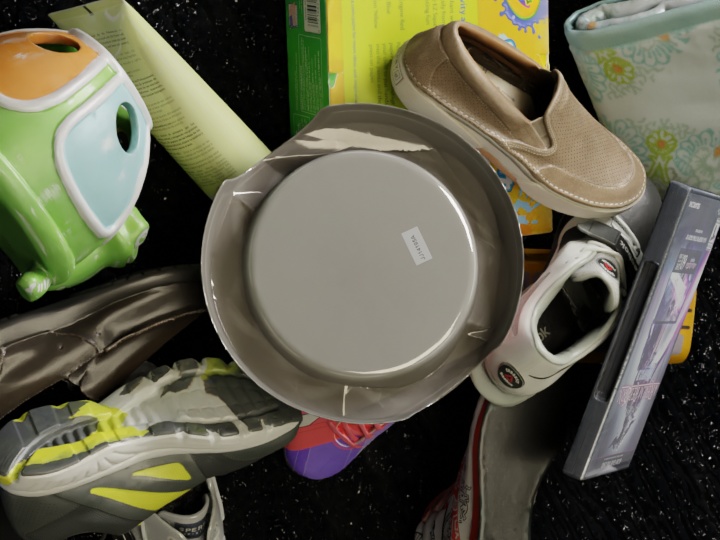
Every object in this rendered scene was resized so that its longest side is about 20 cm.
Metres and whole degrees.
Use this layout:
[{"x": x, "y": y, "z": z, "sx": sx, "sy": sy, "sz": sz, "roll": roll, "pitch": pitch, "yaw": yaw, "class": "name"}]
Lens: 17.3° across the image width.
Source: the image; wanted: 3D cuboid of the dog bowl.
[{"x": 0.000, "y": 0.000, "z": 1.464, "sx": 0.198, "sy": 0.059, "sz": 0.202, "roll": 1, "pitch": 79, "yaw": -5, "class": "dog bowl"}]

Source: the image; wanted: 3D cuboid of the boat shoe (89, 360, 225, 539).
[{"x": -0.120, "y": 0.154, "z": 1.538, "sx": 0.072, "sy": 0.068, "sz": 0.202, "roll": -15, "pitch": 105, "yaw": -23, "class": "boat shoe"}]

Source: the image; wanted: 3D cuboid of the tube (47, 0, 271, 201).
[{"x": -0.111, "y": -0.100, "z": 1.502, "sx": 0.058, "sy": 0.052, "sz": 0.200, "roll": -36, "pitch": 119, "yaw": 15, "class": "tube"}]

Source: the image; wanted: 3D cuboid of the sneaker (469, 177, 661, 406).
[{"x": 0.156, "y": 0.006, "z": 1.559, "sx": 0.074, "sy": 0.088, "sz": 0.200, "roll": 42, "pitch": 61, "yaw": -10, "class": "sneaker"}]

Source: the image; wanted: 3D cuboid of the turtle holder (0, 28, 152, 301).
[{"x": -0.186, "y": -0.060, "z": 1.429, "sx": 0.132, "sy": 0.141, "sz": 0.186, "roll": -43, "pitch": 113, "yaw": -15, "class": "turtle holder"}]

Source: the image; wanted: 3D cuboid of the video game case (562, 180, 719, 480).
[{"x": 0.192, "y": 0.040, "z": 1.577, "sx": 0.201, "sy": 0.019, "sz": 0.143, "roll": -71, "pitch": 162, "yaw": 5, "class": "video game case"}]

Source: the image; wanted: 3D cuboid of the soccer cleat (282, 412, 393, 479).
[{"x": 0.015, "y": 0.072, "z": 1.556, "sx": 0.068, "sy": 0.073, "sz": 0.200, "roll": 22, "pitch": 116, "yaw": -34, "class": "soccer cleat"}]

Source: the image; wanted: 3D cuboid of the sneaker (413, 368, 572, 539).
[{"x": 0.084, "y": 0.141, "z": 1.618, "sx": 0.067, "sy": 0.108, "sz": 0.203, "roll": 10, "pitch": 88, "yaw": -22, "class": "sneaker"}]

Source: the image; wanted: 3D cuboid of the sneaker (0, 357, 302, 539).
[{"x": -0.133, "y": 0.115, "z": 1.468, "sx": 0.199, "sy": 0.075, "sz": 0.085, "roll": -10, "pitch": 133, "yaw": -16, "class": "sneaker"}]

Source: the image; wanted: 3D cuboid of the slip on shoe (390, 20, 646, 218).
[{"x": 0.114, "y": -0.100, "z": 1.519, "sx": 0.199, "sy": 0.061, "sz": 0.076, "roll": 31, "pitch": 47, "yaw": -22, "class": "slip on shoe"}]

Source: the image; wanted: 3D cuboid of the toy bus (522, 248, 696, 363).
[{"x": 0.134, "y": 0.022, "z": 1.643, "sx": 0.199, "sy": 0.065, "sz": 0.079, "roll": 2, "pitch": 100, "yaw": -27, "class": "toy bus"}]

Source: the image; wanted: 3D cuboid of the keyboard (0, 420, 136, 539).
[{"x": -0.196, "y": 0.185, "z": 1.519, "sx": 0.126, "sy": 0.021, "sz": 0.201, "roll": -21, "pitch": 110, "yaw": 3, "class": "keyboard"}]

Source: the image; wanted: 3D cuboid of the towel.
[{"x": 0.255, "y": -0.120, "z": 1.606, "sx": 0.172, "sy": 0.199, "sz": 0.048, "roll": 65, "pitch": 30, "yaw": -32, "class": "towel"}]

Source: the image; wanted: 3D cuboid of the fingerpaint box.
[{"x": 0.039, "y": -0.120, "z": 1.567, "sx": 0.166, "sy": 0.073, "sz": 0.202, "roll": -8, "pitch": 103, "yaw": -24, "class": "fingerpaint box"}]

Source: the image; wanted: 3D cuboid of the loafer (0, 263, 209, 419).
[{"x": -0.169, "y": 0.048, "z": 1.492, "sx": 0.199, "sy": 0.073, "sz": 0.072, "roll": -19, "pitch": 93, "yaw": -12, "class": "loafer"}]
